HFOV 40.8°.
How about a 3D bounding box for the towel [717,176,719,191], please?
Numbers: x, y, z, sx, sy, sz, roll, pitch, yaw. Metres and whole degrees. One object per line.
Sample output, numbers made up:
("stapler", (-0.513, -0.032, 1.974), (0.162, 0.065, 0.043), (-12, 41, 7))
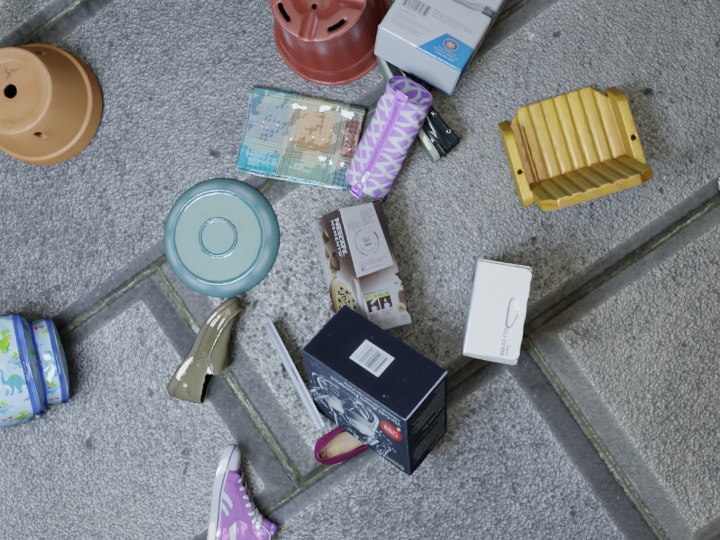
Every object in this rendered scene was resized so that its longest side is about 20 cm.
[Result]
("towel", (0.666, -0.078, 1.536), (0.143, 0.023, 0.201), (-21, 88, 4))

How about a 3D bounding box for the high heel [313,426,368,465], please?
("high heel", (0.019, 0.255, 1.552), (0.200, 0.096, 0.068), (-32, 87, 4))

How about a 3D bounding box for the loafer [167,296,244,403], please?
("loafer", (-0.241, 0.133, 1.592), (0.067, 0.076, 0.200), (33, 102, 4))

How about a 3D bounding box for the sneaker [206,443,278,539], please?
("sneaker", (-0.187, 0.384, 1.587), (0.114, 0.073, 0.202), (7, 100, 1))

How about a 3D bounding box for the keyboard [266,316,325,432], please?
("keyboard", (-0.105, 0.169, 1.565), (0.011, 0.056, 0.201), (-24, 74, -19))

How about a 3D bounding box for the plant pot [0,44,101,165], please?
("plant pot", (-0.542, -0.279, 1.581), (0.199, 0.140, 0.201), (0, 90, 6))

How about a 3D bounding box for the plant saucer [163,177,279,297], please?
("plant saucer", (-0.234, -0.055, 1.614), (0.199, 0.027, 0.201), (0, 90, 4))

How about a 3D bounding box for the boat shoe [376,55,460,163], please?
("boat shoe", (0.096, -0.275, 1.564), (0.066, 0.075, 0.200), (-30, 86, 0))

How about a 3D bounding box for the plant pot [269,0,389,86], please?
("plant pot", (-0.055, -0.409, 1.518), (0.200, 0.195, 0.202), (0, 89, 5))

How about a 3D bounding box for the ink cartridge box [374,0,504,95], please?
("ink cartridge box", (0.132, -0.402, 1.527), (0.145, 0.084, 0.200), (29, 71, 5))

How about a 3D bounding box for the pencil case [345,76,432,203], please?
("pencil case", (0.040, -0.206, 1.523), (0.084, 0.085, 0.201), (36, 125, 17))

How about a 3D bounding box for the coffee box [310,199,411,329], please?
("coffee box", (0.000, 0.000, 1.539), (0.080, 0.113, 0.201), (-14, 88, -28))

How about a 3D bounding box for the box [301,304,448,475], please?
("box", (0.025, 0.183, 1.468), (0.200, 0.182, 0.104), (31, 62, 26))

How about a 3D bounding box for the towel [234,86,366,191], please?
("towel", (-0.101, -0.218, 1.607), (0.199, 0.022, 0.147), (11, 91, 5))

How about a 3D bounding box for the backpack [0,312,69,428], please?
("backpack", (-0.548, 0.154, 1.553), (0.146, 0.200, 0.184), (-13, 86, -15))

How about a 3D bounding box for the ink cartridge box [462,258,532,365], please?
("ink cartridge box", (0.206, 0.060, 1.486), (0.083, 0.200, 0.145), (9, 90, 5))

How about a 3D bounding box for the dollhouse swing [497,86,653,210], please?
("dollhouse swing", (0.331, -0.193, 1.491), (0.199, 0.176, 0.183), (-16, 88, 6))
